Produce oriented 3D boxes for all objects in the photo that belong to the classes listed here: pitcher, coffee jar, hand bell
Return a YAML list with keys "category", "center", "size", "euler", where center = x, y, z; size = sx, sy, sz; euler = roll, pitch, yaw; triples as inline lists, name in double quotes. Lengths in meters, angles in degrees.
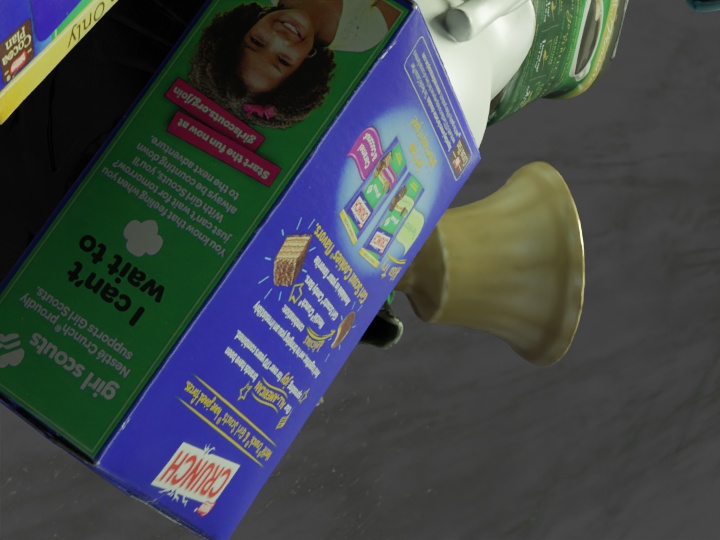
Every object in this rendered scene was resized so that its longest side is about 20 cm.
- category: "pitcher"
  center: [0.028, -0.103, 0.979]
  size: [0.171, 0.122, 0.200]
  euler: [-38, -178, 32]
- category: "coffee jar"
  center: [0.090, -0.146, 1.193]
  size: [0.200, 0.085, 0.105]
  euler: [-22, 128, -63]
- category: "hand bell"
  center: [0.000, 0.000, 1.014]
  size: [0.104, 0.198, 0.105]
  euler: [178, -90, -71]

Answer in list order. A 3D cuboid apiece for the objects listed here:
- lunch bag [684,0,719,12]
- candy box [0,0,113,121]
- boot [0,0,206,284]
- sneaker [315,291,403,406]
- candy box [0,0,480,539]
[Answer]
- category: "lunch bag"
  center: [0.172, -0.219, 0.796]
  size: [0.170, 0.121, 0.202]
  euler: [-37, 133, -40]
- category: "candy box"
  center: [-0.105, -0.175, 0.627]
  size: [0.170, 0.076, 0.201]
  euler: [-56, 159, -38]
- category: "boot"
  center: [-0.087, -0.049, 0.839]
  size: [0.201, 0.073, 0.150]
  euler: [-65, 160, 3]
- category: "sneaker"
  center: [-0.011, 0.013, 1.085]
  size: [0.200, 0.088, 0.077]
  euler: [-48, 157, -43]
- category: "candy box"
  center: [-0.046, -0.007, 0.788]
  size: [0.201, 0.077, 0.169]
  euler: [-57, 161, -8]
